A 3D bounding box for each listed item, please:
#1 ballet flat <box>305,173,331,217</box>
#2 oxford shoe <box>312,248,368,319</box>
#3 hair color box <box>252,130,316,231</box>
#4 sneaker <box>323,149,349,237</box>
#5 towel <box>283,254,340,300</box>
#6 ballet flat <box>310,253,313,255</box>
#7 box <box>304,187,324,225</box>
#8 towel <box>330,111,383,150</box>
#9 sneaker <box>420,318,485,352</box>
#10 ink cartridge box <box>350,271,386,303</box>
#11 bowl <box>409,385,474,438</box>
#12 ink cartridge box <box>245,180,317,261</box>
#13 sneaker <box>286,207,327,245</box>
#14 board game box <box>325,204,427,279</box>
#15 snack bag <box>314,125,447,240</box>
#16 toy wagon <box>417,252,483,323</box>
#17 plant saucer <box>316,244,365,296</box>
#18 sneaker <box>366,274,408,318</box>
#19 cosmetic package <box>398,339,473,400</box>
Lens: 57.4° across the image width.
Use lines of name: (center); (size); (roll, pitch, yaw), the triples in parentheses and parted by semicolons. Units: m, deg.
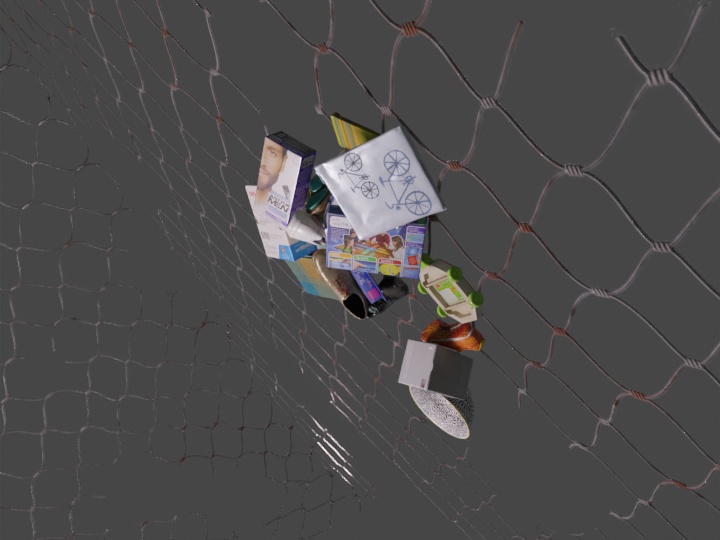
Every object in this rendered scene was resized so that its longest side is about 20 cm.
ballet flat: (-0.078, -0.156, 1.444); (0.065, 0.070, 0.201); (53, -163, -23)
oxford shoe: (-0.041, 0.032, 1.562); (0.200, 0.070, 0.075); (50, -177, -16)
hair color box: (-0.178, -0.205, 1.523); (0.109, 0.065, 0.201); (31, 126, 20)
sneaker: (-0.004, -0.138, 1.355); (0.114, 0.080, 0.201); (20, 114, 30)
towel: (-0.120, 0.014, 1.746); (0.199, 0.022, 0.147); (7, 135, 54)
ballet flat: (-0.130, -0.024, 1.820); (0.200, 0.072, 0.068); (42, 168, 10)
box: (-0.087, -0.121, 1.571); (0.200, 0.048, 0.118); (45, 162, 52)
towel: (0.025, -0.243, 1.280); (0.199, 0.018, 0.086); (31, 157, 32)
sneaker: (0.209, 0.161, 1.535); (0.077, 0.073, 0.200); (45, 162, -21)
ink cartridge box: (0.000, 0.000, 1.574); (0.120, 0.042, 0.200); (58, 180, -24)
bowl: (0.234, 0.338, 1.739); (0.200, 0.094, 0.201); (38, 156, 20)
ink cartridge box: (-0.206, -0.136, 1.703); (0.145, 0.084, 0.202); (13, 123, 53)
sneaker: (-0.108, -0.087, 1.442); (0.088, 0.076, 0.200); (28, -173, -2)
board game box: (0.030, -0.058, 1.344); (0.198, 0.035, 0.136); (8, 127, 4)
snack bag: (0.037, -0.156, 1.241); (0.199, 0.021, 0.189); (-20, 118, 26)
toy wagon: (0.179, 0.028, 1.414); (0.200, 0.040, 0.155); (50, 157, -4)
plant saucer: (-0.058, -0.008, 1.689); (0.201, 0.036, 0.200); (56, 175, 7)
sneaker: (0.060, 0.069, 1.627); (0.075, 0.079, 0.200); (37, 157, -1)
cosmetic package: (0.180, 0.233, 1.535); (0.090, 0.108, 0.199); (7, 166, 39)
